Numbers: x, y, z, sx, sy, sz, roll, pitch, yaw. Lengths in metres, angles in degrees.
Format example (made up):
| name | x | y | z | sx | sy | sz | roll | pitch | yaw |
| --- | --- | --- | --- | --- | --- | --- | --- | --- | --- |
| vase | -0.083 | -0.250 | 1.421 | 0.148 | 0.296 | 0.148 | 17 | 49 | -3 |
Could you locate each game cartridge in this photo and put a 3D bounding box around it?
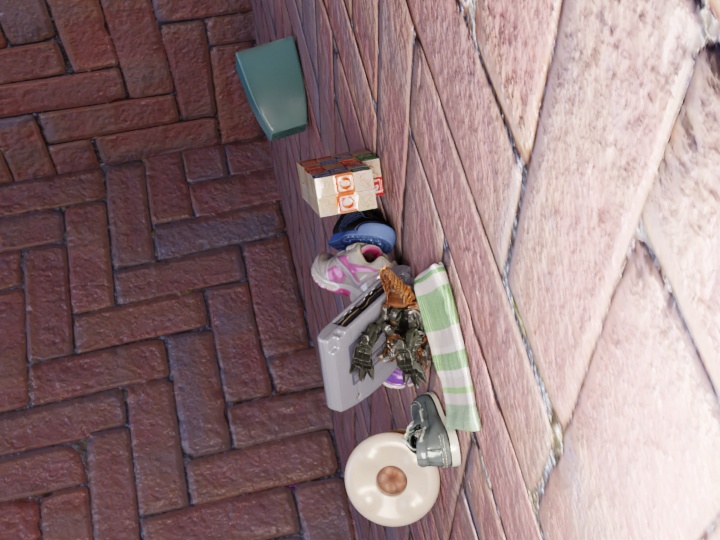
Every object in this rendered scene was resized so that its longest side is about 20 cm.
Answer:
| name | x | y | z | sx | sy | sz | roll | pitch | yaw |
| --- | --- | --- | --- | --- | --- | --- | --- | --- | --- |
| game cartridge | 0.014 | 0.096 | 1.476 | 0.041 | 0.200 | 0.134 | 13 | 126 | 34 |

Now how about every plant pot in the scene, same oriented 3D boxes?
| name | x | y | z | sx | sy | sz | roll | pitch | yaw |
| --- | --- | --- | --- | --- | --- | --- | --- | --- | --- |
| plant pot | -0.197 | -0.418 | 2.548 | 0.141 | 0.140 | 0.202 | 145 | 107 | -82 |

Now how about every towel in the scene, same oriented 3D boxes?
| name | x | y | z | sx | sy | sz | roll | pitch | yaw |
| --- | --- | --- | --- | --- | --- | --- | --- | --- | --- |
| towel | 0.104 | 0.096 | 1.327 | 0.153 | 0.023 | 0.202 | 129 | 130 | -80 |

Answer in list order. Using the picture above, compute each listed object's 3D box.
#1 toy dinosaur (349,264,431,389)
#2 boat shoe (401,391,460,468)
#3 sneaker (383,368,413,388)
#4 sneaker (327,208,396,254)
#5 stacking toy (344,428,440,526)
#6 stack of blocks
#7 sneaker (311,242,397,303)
| name | x | y | z | sx | sy | sz | roll | pitch | yaw |
| --- | --- | --- | --- | --- | --- | --- | --- | --- | --- |
| toy dinosaur | 0.046 | 0.078 | 1.429 | 0.201 | 0.102 | 0.136 | 53 | -138 | -27 |
| boat shoe | 0.087 | 0.219 | 1.492 | 0.200 | 0.061 | 0.074 | -128 | 28 | -75 |
| sneaker | 0.038 | 0.082 | 1.643 | 0.084 | 0.080 | 0.202 | 115 | 143 | -60 |
| sneaker | 0.008 | -0.071 | 1.676 | 0.200 | 0.070 | 0.078 | -1 | 63 | 67 |
| stacking toy | 0.058 | 0.302 | 1.711 | 0.200 | 0.145 | 0.148 | -49 | -51 | -78 |
| stack of blocks | -0.025 | -0.135 | 1.643 | 0.200 | 0.114 | 0.059 | -129 | 28 | -74 |
| sneaker | 0.000 | 0.000 | 1.616 | 0.199 | 0.081 | 0.089 | 26 | 99 | 51 |
